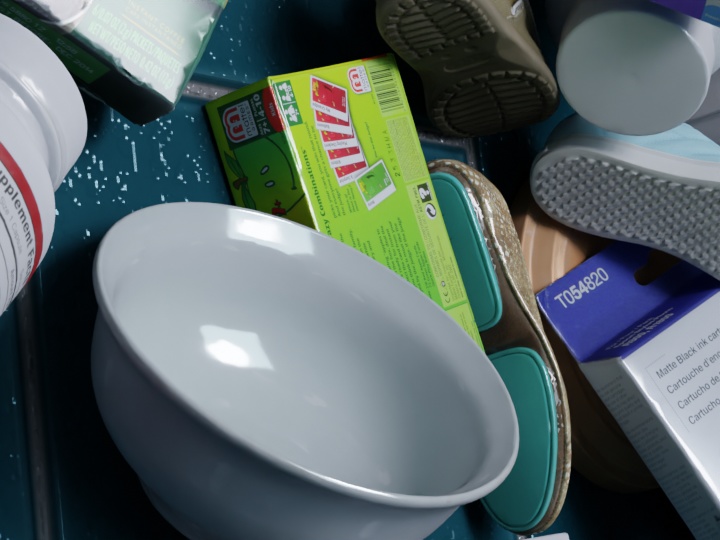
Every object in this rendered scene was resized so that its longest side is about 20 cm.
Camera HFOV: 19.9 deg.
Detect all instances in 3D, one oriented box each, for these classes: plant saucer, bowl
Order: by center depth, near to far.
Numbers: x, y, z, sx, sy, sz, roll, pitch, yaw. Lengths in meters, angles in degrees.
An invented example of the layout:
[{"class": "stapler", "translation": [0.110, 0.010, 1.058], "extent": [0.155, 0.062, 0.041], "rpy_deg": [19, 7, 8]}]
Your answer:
[{"class": "bowl", "translation": [-0.038, 0.064, 0.892], "extent": [0.199, 0.091, 0.202], "rpy_deg": [22, 27, -12]}, {"class": "plant saucer", "translation": [0.154, 0.028, 1.203], "extent": [0.199, 0.032, 0.202], "rpy_deg": [20, 62, -45]}]

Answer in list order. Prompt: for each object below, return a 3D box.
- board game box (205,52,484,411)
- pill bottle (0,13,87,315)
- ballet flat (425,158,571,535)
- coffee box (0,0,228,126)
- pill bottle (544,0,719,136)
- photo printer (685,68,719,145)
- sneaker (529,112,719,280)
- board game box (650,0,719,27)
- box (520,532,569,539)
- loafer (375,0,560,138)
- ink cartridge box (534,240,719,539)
[{"class": "board game box", "translation": [0.000, 0.000, 1.020], "extent": [0.101, 0.047, 0.202], "rpy_deg": [-18, 90, -50]}, {"class": "pill bottle", "translation": [-0.184, -0.009, 0.759], "extent": [0.113, 0.112, 0.201], "rpy_deg": [53, 43, -22]}, {"class": "ballet flat", "translation": [0.075, 0.037, 1.084], "extent": [0.065, 0.070, 0.202], "rpy_deg": [-16, 93, -64]}, {"class": "coffee box", "translation": [-0.100, -0.183, 0.927], "extent": [0.123, 0.044, 0.201], "rpy_deg": [35, 64, -24]}, {"class": "pill bottle", "translation": [0.162, -0.169, 1.138], "extent": [0.111, 0.110, 0.201], "rpy_deg": [48, 37, -27]}, {"class": "photo printer", "translation": [0.304, -0.155, 1.309], "extent": [0.069, 0.199, 0.167], "rpy_deg": [43, 49, -31]}, {"class": "sneaker", "translation": [0.198, -0.047, 1.146], "extent": [0.198, 0.074, 0.082], "rpy_deg": [21, 41, 5]}, {"class": "board game box", "translation": [0.124, -0.212, 1.061], "extent": [0.198, 0.045, 0.135], "rpy_deg": [22, 47, 11]}, {"class": "box", "translation": [-0.002, 0.163, 0.909], "extent": [0.199, 0.116, 0.061], "rpy_deg": [-1, 78, -48]}, {"class": "loafer", "translation": [0.057, -0.128, 1.072], "extent": [0.200, 0.075, 0.068], "rpy_deg": [51, 31, -67]}, {"class": "ink cartridge box", "translation": [0.221, 0.050, 1.153], "extent": [0.199, 0.041, 0.201], "rpy_deg": [-31, 83, -37]}]
